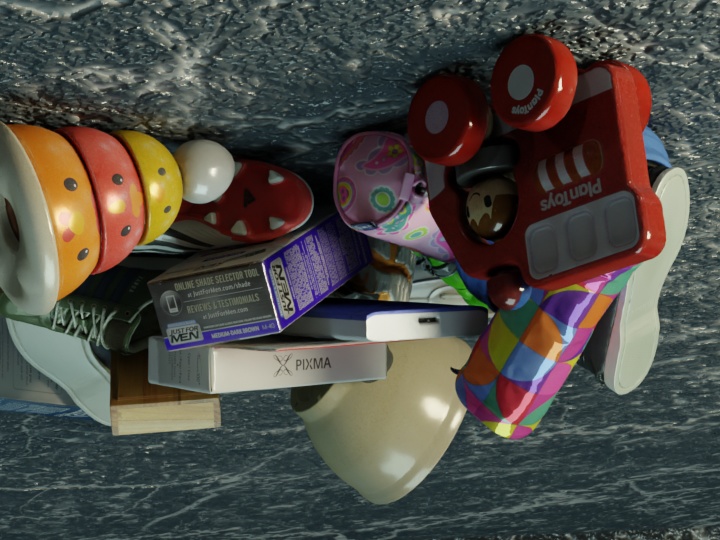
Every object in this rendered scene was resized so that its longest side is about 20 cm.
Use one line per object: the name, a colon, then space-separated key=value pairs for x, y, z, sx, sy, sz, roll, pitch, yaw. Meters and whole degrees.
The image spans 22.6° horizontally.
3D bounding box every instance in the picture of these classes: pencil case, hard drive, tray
pencil case: x=0.147 y=0.040 z=1.428 sx=0.088 sy=0.089 sz=0.201 roll=5 pitch=130 yaw=-33
hard drive: x=-0.007 y=0.040 z=1.517 sx=0.131 sy=0.026 sz=0.199 roll=-2 pitch=-178 yaw=-39
pencil case: x=0.061 y=-0.054 z=1.459 sx=0.087 sy=0.088 sz=0.199 roll=-16 pitch=161 yaw=32
tray: x=-0.183 y=0.077 z=1.676 sx=0.097 sy=0.201 sz=0.037 roll=-4 pitch=121 yaw=-5

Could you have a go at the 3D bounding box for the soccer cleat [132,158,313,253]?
soccer cleat: x=-0.125 y=-0.048 z=1.467 sx=0.198 sy=0.069 sz=0.085 roll=-8 pitch=173 yaw=19

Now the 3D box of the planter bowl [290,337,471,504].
planter bowl: x=0.010 y=0.130 z=1.927 sx=0.134 sy=0.202 sz=0.200 roll=32 pitch=148 yaw=-22

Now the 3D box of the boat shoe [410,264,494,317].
boat shoe: x=0.097 y=0.030 z=1.789 sx=0.197 sy=0.066 sz=0.072 roll=-6 pitch=164 yaw=3

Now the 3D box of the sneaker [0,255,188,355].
sneaker: x=-0.229 y=0.035 z=1.630 sx=0.198 sy=0.090 sz=0.068 roll=-2 pitch=132 yaw=-20

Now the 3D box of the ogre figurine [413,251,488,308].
ogre figurine: x=0.157 y=-0.012 z=1.632 sx=0.198 sy=0.099 sz=0.120 roll=-25 pitch=146 yaw=-1

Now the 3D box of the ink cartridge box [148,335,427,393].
ink cartridge box: x=-0.051 y=0.076 z=1.522 sx=0.199 sy=0.045 sz=0.175 roll=-2 pitch=-177 yaw=-41

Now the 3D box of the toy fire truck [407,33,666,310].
toy fire truck: x=0.125 y=-0.064 z=1.298 sx=0.111 sy=0.170 sz=0.199 roll=11 pitch=157 yaw=-43

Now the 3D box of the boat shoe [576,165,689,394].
boat shoe: x=0.214 y=0.002 z=1.464 sx=0.060 sy=0.202 sz=0.075 roll=30 pitch=-152 yaw=37

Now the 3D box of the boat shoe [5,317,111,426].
boat shoe: x=-0.275 y=0.069 z=1.744 sx=0.074 sy=0.062 sz=0.200 roll=-26 pitch=128 yaw=20

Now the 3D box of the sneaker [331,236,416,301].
sneaker: x=0.000 y=0.000 z=1.666 sx=0.076 sy=0.079 sz=0.200 roll=3 pitch=164 yaw=19

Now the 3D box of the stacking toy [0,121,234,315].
stacking toy: x=-0.184 y=-0.062 z=1.348 sx=0.198 sy=0.147 sz=0.146 roll=-19 pitch=171 yaw=-27

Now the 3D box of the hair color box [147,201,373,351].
hair color box: x=-0.078 y=0.001 z=1.484 sx=0.108 sy=0.066 sz=0.200 roll=-11 pitch=-169 yaw=26

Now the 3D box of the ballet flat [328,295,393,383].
ballet flat: x=-0.016 y=0.044 z=1.773 sx=0.067 sy=0.046 sz=0.200 roll=-38 pitch=143 yaw=-7

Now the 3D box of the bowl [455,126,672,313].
bowl: x=0.172 y=-0.036 z=1.476 sx=0.199 sy=0.040 sz=0.202 roll=-24 pitch=147 yaw=-16

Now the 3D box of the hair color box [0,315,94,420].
hair color box: x=-0.309 y=0.093 z=1.805 sx=0.060 sy=0.101 sz=0.199 roll=-16 pitch=160 yaw=42
